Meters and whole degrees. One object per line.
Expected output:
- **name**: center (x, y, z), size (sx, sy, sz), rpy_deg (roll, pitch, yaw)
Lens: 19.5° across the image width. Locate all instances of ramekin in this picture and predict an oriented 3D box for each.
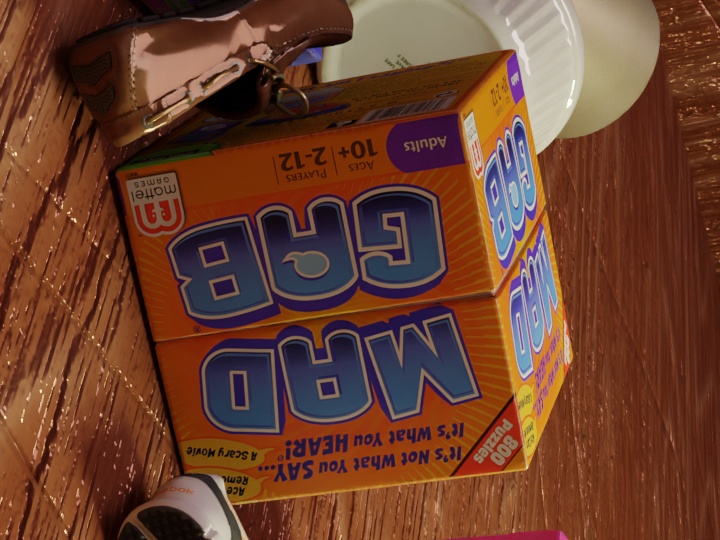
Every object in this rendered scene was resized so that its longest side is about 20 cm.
- **ramekin**: center (0.059, -0.151, 1.552), size (0.094, 0.200, 0.204), rpy_deg (-46, 126, -56)

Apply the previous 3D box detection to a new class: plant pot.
- **plant pot**: center (0.174, -0.255, 2.086), size (0.200, 0.186, 0.189), rpy_deg (31, 51, -53)

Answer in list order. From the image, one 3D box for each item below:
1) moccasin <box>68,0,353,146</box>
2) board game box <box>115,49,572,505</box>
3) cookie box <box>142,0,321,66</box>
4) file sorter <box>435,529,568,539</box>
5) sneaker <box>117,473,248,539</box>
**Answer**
- **moccasin**: center (-0.072, -0.113, 1.159), size (0.201, 0.073, 0.078), rpy_deg (-26, 98, -54)
- **board game box**: center (0.000, 0.000, 1.224), size (0.200, 0.198, 0.202), rpy_deg (-50, 130, -70)
- **cookie box**: center (-0.088, -0.242, 1.279), size (0.171, 0.074, 0.202), rpy_deg (44, 39, -68)
- **file sorter**: center (0.039, 0.238, 1.238), size (0.139, 0.198, 0.127), rpy_deg (50, 37, -61)
- **sneaker**: center (-0.067, 0.198, 1.111), size (0.080, 0.073, 0.202), rpy_deg (-63, 142, -68)
